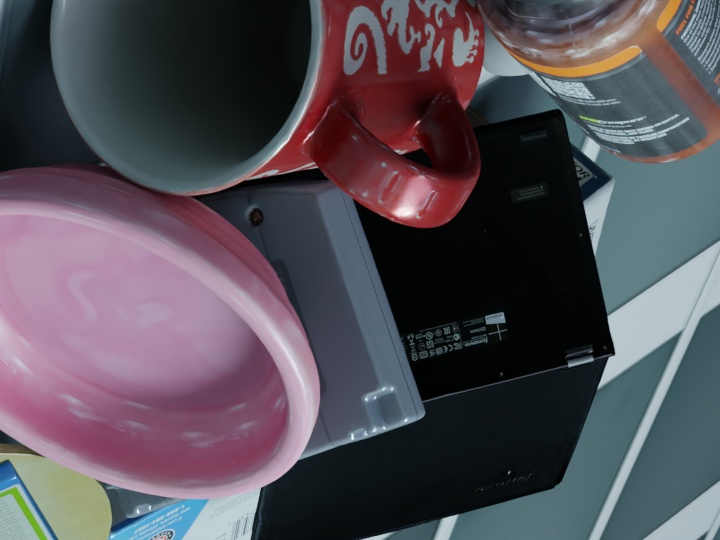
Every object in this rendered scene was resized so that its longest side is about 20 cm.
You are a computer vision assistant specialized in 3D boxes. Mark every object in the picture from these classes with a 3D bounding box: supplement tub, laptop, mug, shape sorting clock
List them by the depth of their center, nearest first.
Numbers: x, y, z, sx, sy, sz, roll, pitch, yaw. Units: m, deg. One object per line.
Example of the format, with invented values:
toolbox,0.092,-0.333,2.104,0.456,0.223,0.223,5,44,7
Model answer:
mug,-0.024,-0.084,1.151,0.133,0.178,0.200,-26,172,24
supplement tub,0.119,-0.131,1.234,0.107,0.107,0.200,-49,151,2
shape sorting clock,-0.220,0.147,1.272,0.199,0.039,0.201,-17,143,-13
laptop,0.021,0.038,1.319,0.186,0.201,0.116,-13,-178,-19

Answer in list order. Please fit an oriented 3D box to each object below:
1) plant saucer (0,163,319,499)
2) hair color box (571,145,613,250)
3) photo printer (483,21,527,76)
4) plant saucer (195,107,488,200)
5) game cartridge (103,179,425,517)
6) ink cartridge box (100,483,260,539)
plant saucer,-0.108,0.022,1.151,0.201,0.199,0.051,100,12,-52
hair color box,0.053,0.011,1.481,0.200,0.060,0.100,-36,154,-28
photo printer,0.123,-0.201,1.347,0.200,0.069,0.167,-39,156,-22
plant saucer,0.000,0.000,1.322,0.199,0.029,0.201,-10,119,-19
game cartridge,-0.064,0.033,1.224,0.199,0.134,0.040,-21,180,40
ink cartridge box,-0.112,0.146,1.445,0.144,0.085,0.201,-27,149,-29
